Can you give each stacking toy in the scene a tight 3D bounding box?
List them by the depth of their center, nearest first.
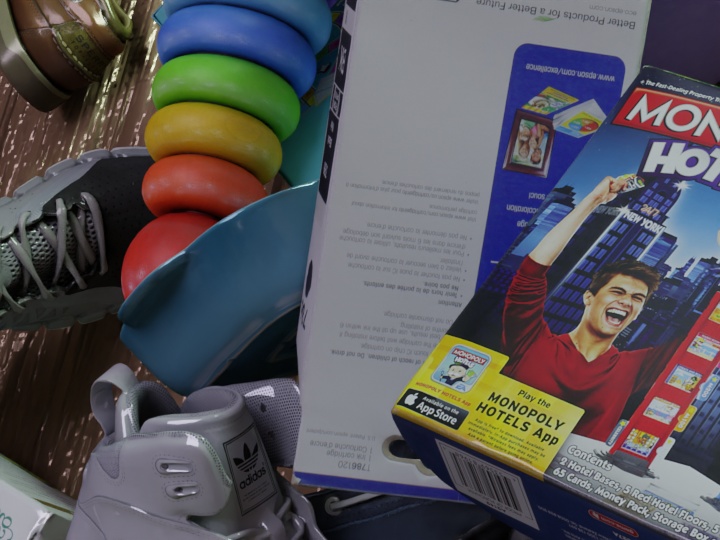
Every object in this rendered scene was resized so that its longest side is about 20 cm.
[{"bbox_3d":[-0.059,-0.066,0.919,0.085,0.085,0.202,-1,69,39],"label":"stacking toy"}]

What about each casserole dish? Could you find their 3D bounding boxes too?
[{"bbox_3d":[0.000,0.000,0.827,0.121,0.199,0.039,-46,67,48],"label":"casserole dish"}]

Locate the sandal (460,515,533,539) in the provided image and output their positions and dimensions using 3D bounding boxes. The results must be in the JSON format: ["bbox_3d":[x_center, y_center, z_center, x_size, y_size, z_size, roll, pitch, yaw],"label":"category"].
[{"bbox_3d":[0.049,0.110,0.685,0.075,0.045,0.202,7,74,38],"label":"sandal"}]

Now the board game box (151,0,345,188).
[{"bbox_3d":[0.007,-0.111,0.974,0.151,0.047,0.200,-46,44,7],"label":"board game box"}]

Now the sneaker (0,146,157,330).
[{"bbox_3d":[-0.153,0.007,0.951,0.198,0.076,0.116,-19,15,-3],"label":"sneaker"}]

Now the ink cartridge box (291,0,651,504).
[{"bbox_3d":[0.035,-0.023,0.734,0.039,0.099,0.202,-125,44,-76],"label":"ink cartridge box"}]

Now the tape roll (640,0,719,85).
[{"bbox_3d":[0.100,-0.167,0.824,0.085,0.200,0.201,-34,46,18],"label":"tape roll"}]

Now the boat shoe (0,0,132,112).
[{"bbox_3d":[-0.165,-0.173,1.147,0.068,0.072,0.201,-31,57,14],"label":"boat shoe"}]

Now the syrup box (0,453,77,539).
[{"bbox_3d":[-0.198,0.105,0.949,0.199,0.081,0.079,26,86,32],"label":"syrup box"}]

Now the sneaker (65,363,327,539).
[{"bbox_3d":[-0.027,0.110,0.757,0.199,0.075,0.116,21,116,28],"label":"sneaker"}]

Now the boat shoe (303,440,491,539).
[{"bbox_3d":[0.025,0.082,0.813,0.199,0.075,0.062,-28,79,32],"label":"boat shoe"}]

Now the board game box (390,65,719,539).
[{"bbox_3d":[0.147,0.018,0.647,0.199,0.062,0.200,23,62,34],"label":"board game box"}]
